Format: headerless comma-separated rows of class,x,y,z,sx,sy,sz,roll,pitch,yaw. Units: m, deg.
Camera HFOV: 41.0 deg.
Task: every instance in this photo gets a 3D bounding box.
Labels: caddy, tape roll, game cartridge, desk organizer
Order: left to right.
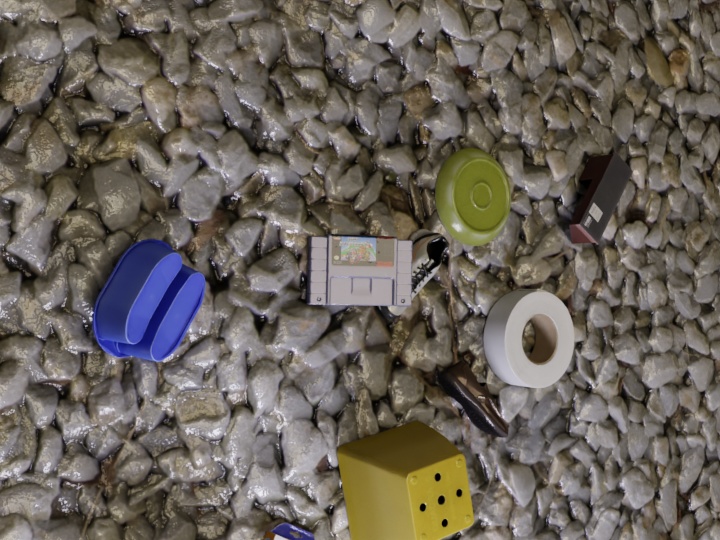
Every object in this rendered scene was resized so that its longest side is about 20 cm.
caddy,-0.343,0.048,1.544,0.141,0.104,0.201,47,63,-48
game cartridge,0.000,0.000,1.778,0.198,0.038,0.131,1,92,-17
tape roll,0.353,0.141,2.014,0.201,0.071,0.205,1,89,-33
desk organizer,0.514,-0.158,2.120,0.072,0.077,0.201,40,69,-26

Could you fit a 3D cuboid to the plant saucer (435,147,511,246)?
plant saucer,0.239,-0.151,1.969,0.198,0.031,0.202,1,89,-33

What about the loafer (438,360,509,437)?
loafer,0.243,0.258,1.937,0.071,0.073,0.200,-50,114,-22

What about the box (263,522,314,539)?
box,-0.141,0.554,1.702,0.119,0.041,0.201,30,75,-29

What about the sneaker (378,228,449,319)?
sneaker,0.100,0.004,1.848,0.074,0.080,0.201,39,71,-29

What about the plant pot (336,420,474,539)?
plant pot,0.098,0.408,1.780,0.199,0.176,0.202,-12,96,-33
